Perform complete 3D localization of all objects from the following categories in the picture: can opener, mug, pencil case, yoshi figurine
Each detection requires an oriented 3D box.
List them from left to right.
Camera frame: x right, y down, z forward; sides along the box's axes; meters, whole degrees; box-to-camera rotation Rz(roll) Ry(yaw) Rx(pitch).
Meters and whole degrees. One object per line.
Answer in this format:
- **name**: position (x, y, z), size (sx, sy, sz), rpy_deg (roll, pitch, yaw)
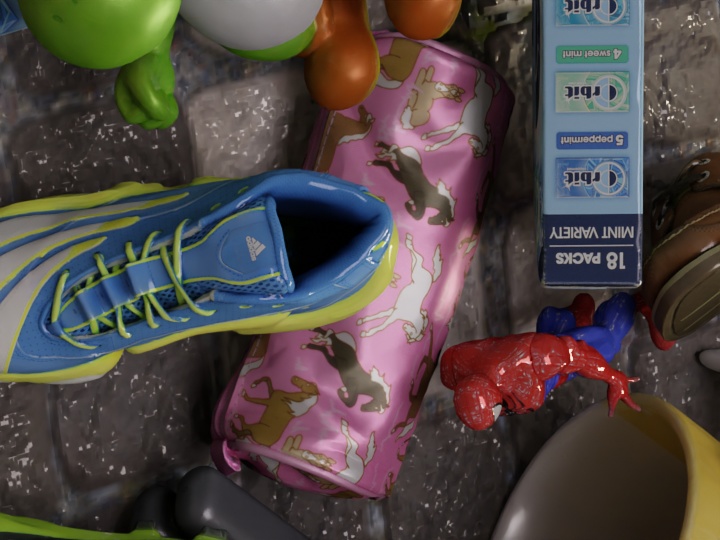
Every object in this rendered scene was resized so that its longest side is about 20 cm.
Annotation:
- **yoshi figurine**: position (-0.060, -0.104, 0.959), size (0.199, 0.112, 0.113), rpy_deg (12, 96, -37)
- **can opener**: position (-0.019, 0.136, 1.124), size (0.200, 0.053, 0.067), rpy_deg (41, 39, -34)
- **pencil case**: position (0.000, 0.000, 1.090), size (0.083, 0.086, 0.202), rpy_deg (31, 75, -67)
- **mug**: position (0.167, 0.153, 1.160), size (0.153, 0.186, 0.150), rpy_deg (29, 66, -25)

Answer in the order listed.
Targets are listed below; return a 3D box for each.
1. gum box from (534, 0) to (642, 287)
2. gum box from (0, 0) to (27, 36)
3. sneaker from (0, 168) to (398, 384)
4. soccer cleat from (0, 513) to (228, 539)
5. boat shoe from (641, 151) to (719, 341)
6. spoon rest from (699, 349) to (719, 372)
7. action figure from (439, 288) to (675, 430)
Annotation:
- **gum box**: position (0.097, -0.104, 1.100), size (0.044, 0.170, 0.202), rpy_deg (-1, 98, 3)
- **gum box**: position (-0.118, -0.190, 0.994), size (0.199, 0.044, 0.171), rpy_deg (-22, 110, -35)
- **sneaker**: position (-0.077, -0.007, 0.981), size (0.198, 0.105, 0.076), rpy_deg (-12, 82, -15)
- **soccer cleat**: position (-0.112, 0.137, 1.005), size (0.199, 0.067, 0.082), rpy_deg (14, 64, -22)
- **boat shoe**: position (0.162, -0.015, 1.191), size (0.068, 0.072, 0.200), rpy_deg (57, 16, 11)
- **spoon rest**: position (0.196, 0.142, 1.279), size (0.099, 0.060, 0.202), rpy_deg (-1, 96, -38)
- **action figure**: position (0.085, 0.041, 1.126), size (0.200, 0.065, 0.052), rpy_deg (-13, 96, -64)
